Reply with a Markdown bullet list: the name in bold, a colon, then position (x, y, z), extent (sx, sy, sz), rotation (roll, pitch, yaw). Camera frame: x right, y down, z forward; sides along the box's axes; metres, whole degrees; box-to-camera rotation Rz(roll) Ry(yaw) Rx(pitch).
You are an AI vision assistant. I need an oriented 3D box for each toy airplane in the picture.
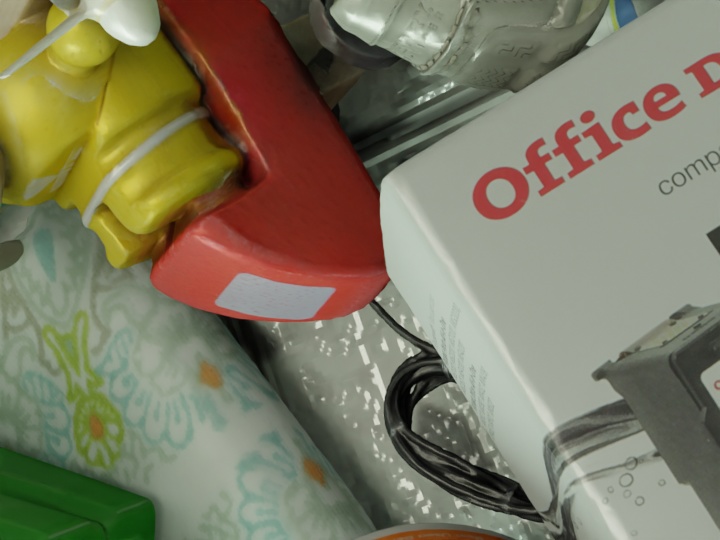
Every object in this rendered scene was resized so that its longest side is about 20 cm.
- **toy airplane**: position (-0.098, -0.065, 0.715), extent (0.198, 0.141, 0.201), rotation (11, 142, 32)

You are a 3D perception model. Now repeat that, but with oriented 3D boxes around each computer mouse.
- **computer mouse**: position (0.000, 0.000, 0.792), extent (0.059, 0.034, 0.200), rotation (-46, 68, 7)

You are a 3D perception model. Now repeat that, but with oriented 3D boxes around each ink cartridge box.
- **ink cartridge box**: position (0.114, 0.030, 0.653), extent (0.145, 0.083, 0.201), rotation (-31, 76, -4)

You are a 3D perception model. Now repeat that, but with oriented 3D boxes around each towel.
- **towel**: position (-0.091, 0.096, 0.858), extent (0.171, 0.048, 0.200), rotation (51, 119, 18)

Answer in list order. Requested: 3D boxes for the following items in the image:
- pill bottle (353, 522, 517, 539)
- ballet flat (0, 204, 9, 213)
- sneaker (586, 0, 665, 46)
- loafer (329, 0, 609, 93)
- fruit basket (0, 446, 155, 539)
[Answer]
- **pill bottle**: position (0.028, 0.142, 0.680), extent (0.112, 0.200, 0.114), rotation (-1, 101, -6)
- **ballet flat**: position (-0.144, -0.033, 0.873), extent (0.070, 0.069, 0.200), rotation (52, 122, 18)
- **sneaker**: position (0.099, -0.127, 0.668), extent (0.200, 0.105, 0.076), rotation (-44, 71, 29)
- **loafer**: position (0.030, -0.142, 0.695), extent (0.070, 0.069, 0.201), rotation (131, 148, -59)
- **fruit basket**: position (-0.177, 0.104, 0.768), extent (0.214, 0.215, 0.157), rotation (3, 95, 34)
